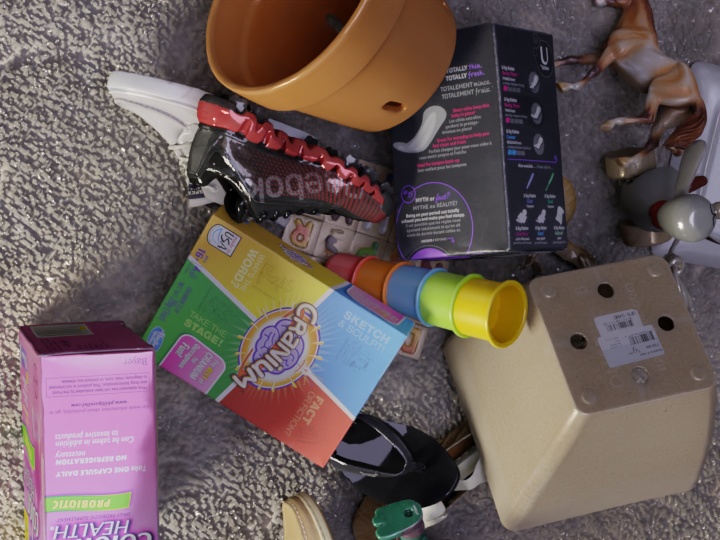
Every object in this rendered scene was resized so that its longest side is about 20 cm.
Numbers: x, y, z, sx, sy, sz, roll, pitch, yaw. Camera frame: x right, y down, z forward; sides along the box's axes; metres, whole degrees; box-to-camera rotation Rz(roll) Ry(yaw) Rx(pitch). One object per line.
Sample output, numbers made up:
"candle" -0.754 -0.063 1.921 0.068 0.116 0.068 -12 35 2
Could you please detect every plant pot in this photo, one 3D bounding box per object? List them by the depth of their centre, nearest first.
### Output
"plant pot" -0.014 -0.208 1.359 0.140 0.200 0.200 32 85 -42
"plant pot" 0.212 0.093 1.443 0.200 0.177 0.200 -10 63 -16

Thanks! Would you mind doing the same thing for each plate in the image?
"plate" 0.404 -0.092 1.601 0.200 0.032 0.200 11 92 -18

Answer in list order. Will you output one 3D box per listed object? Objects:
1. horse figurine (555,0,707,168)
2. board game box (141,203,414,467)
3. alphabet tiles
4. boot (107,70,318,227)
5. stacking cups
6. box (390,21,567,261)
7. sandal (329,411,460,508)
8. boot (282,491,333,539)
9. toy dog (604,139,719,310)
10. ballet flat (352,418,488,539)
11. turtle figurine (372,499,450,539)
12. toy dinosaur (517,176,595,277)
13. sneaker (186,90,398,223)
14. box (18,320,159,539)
"horse figurine" 0.261 -0.178 1.502 0.133 0.050 0.200 -32 60 -12
"board game box" -0.076 0.058 1.408 0.200 0.040 0.153 32 109 1
"alphabet tiles" 0.000 0.000 1.501 0.166 0.006 0.200 18 90 -18
"boot" -0.139 -0.104 1.413 0.200 0.074 0.096 19 86 -17
"stacking cups" 0.049 0.023 1.415 0.061 0.200 0.061 -16 111 -49
"box" 0.104 -0.111 1.430 0.106 0.122 0.200 -2 88 -53
"sandal" -0.004 0.158 1.460 0.200 0.043 0.076 29 89 4
"boot" -0.097 0.312 1.468 0.155 0.073 0.200 -9 103 -19
"toy dog" 0.304 -0.063 1.494 0.096 0.200 0.132 -16 123 -6
"ballet flat" 0.082 0.199 1.511 0.200 0.072 0.068 -35 109 -11
"turtle figurine" 0.063 0.295 1.490 0.150 0.200 0.101 29 64 24
"toy dinosaur" 0.167 -0.067 1.529 0.101 0.058 0.200 -31 112 -27
"sneaker" -0.064 -0.075 1.381 0.200 0.071 0.098 24 89 -24
"box" -0.233 0.153 1.357 0.097 0.176 0.200 -3 97 -17
